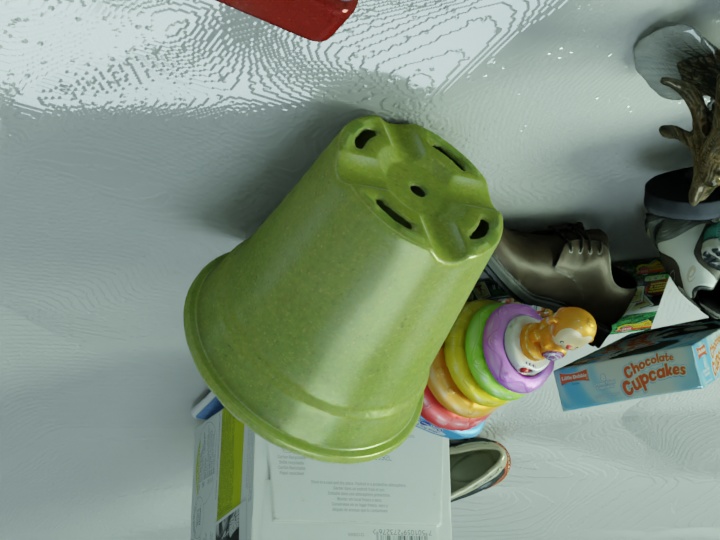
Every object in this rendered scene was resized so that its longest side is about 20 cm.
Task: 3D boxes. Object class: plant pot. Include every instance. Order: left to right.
[{"bbox_3d":[0.000,0.000,0.882,0.198,0.202,0.185,10,133,-29],"label":"plant pot"}]

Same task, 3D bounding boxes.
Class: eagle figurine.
[{"bbox_3d":[0.296,-0.117,0.830,0.199,0.152,0.151,-30,-158,-22],"label":"eagle figurine"}]

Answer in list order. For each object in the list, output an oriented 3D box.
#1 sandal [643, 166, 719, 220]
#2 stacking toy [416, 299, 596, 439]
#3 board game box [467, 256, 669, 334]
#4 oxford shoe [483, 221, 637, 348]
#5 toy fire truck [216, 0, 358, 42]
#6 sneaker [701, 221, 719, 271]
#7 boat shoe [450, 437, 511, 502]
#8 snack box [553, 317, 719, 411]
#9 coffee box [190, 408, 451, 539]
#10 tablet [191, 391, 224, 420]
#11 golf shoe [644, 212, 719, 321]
[{"bbox_3d":[0.307,-0.083,0.931,0.197,0.076,0.043,-13,112,6],"label":"sandal"},{"bbox_3d":[0.113,0.063,0.982,0.115,0.111,0.199,26,154,-27],"label":"stacking toy"},{"bbox_3d":[0.173,0.034,1.127,0.197,0.024,0.105,-8,152,-1],"label":"board game box"},{"bbox_3d":[0.153,-0.012,1.014,0.199,0.073,0.085,25,111,-40],"label":"oxford shoe"},{"bbox_3d":[-0.089,-0.194,0.519,0.198,0.170,0.112,17,142,-37],"label":"toy fire truck"},{"bbox_3d":[0.337,-0.040,0.967,0.198,0.081,0.077,-9,179,-32],"label":"sneaker"},{"bbox_3d":[0.072,0.237,1.389,0.198,0.072,0.063,-19,164,5],"label":"boat shoe"},{"bbox_3d":[0.250,0.072,1.033,0.115,0.038,0.199,-15,179,30],"label":"snack box"},{"bbox_3d":[-0.043,0.234,1.177,0.197,0.203,0.198,7,159,-22],"label":"coffee box"},{"bbox_3d":[-0.064,0.102,1.186,0.129,0.014,0.200,11,143,-31],"label":"tablet"},{"bbox_3d":[0.308,0.009,1.050,0.199,0.096,0.077,20,139,-42],"label":"golf shoe"}]
